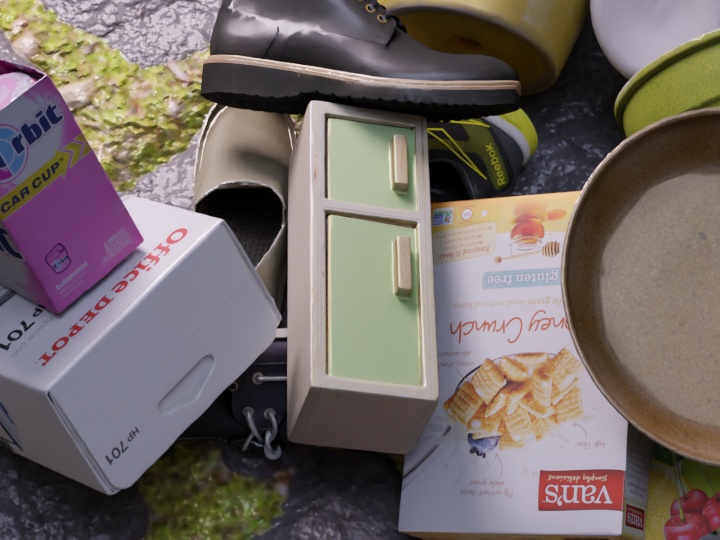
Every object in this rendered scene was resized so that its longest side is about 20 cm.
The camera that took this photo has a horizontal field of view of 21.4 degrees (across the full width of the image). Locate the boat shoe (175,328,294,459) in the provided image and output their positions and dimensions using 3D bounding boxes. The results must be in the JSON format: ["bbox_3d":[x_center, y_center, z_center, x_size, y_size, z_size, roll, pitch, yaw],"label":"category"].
[{"bbox_3d":[-0.051,0.077,1.134,0.198,0.073,0.063,-12,57,-17],"label":"boat shoe"}]

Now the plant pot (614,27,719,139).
[{"bbox_3d":[0.269,-0.028,1.163,0.199,0.201,0.194,-5,70,-7],"label":"plant pot"}]

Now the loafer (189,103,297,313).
[{"bbox_3d":[-0.070,-0.042,1.204,0.075,0.068,0.201,2,55,-3],"label":"loafer"}]

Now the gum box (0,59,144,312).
[{"bbox_3d":[-0.218,-0.061,1.071,0.066,0.114,0.199,-41,34,-21],"label":"gum box"}]

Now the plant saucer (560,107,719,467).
[{"bbox_3d":[0.203,0.011,1.048,0.198,0.035,0.202,2,77,-7],"label":"plant saucer"}]

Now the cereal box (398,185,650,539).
[{"bbox_3d":[0.098,0.056,1.100,0.143,0.039,0.202,-4,71,31],"label":"cereal box"}]

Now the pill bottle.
[{"bbox_3d":[0.242,-0.187,1.262,0.109,0.110,0.200,40,35,19],"label":"pill bottle"}]

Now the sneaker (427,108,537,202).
[{"bbox_3d":[0.017,-0.097,1.231,0.199,0.075,0.085,21,60,-1],"label":"sneaker"}]

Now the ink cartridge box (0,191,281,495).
[{"bbox_3d":[-0.167,0.029,1.096,0.199,0.086,0.146,13,50,47],"label":"ink cartridge box"}]

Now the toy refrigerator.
[{"bbox_3d":[0.000,0.000,1.117,0.075,0.070,0.201,8,55,-12],"label":"toy refrigerator"}]

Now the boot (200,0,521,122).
[{"bbox_3d":[0.004,-0.167,1.175,0.198,0.077,0.140,6,85,7],"label":"boot"}]

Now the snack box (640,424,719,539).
[{"bbox_3d":[0.150,0.082,1.116,0.142,0.053,0.201,-32,60,17],"label":"snack box"}]

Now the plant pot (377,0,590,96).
[{"bbox_3d":[0.091,-0.228,1.272,0.199,0.201,0.190,15,74,5],"label":"plant pot"}]
